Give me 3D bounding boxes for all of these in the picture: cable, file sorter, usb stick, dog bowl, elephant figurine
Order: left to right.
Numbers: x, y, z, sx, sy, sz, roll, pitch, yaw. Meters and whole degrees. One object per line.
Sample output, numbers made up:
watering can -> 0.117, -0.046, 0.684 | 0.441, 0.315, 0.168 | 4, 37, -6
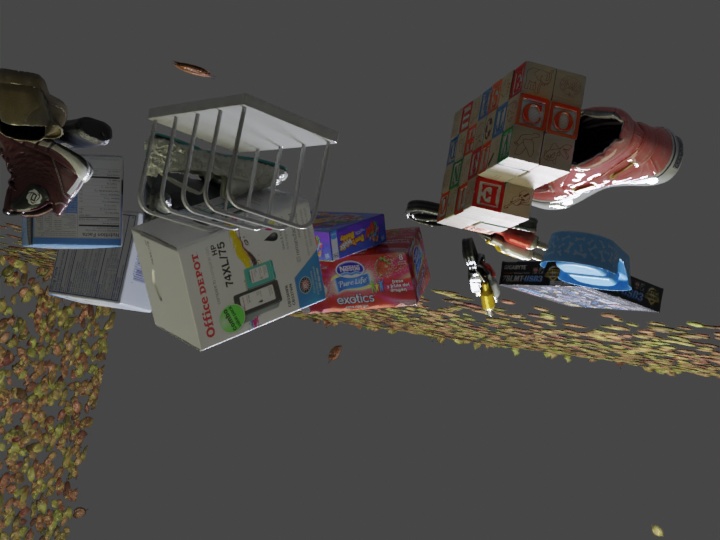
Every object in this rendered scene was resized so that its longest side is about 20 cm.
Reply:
usb stick -> -0.400, -0.182, 1.551 | 0.055, 0.033, 0.199 | 16, 171, -37
elephant figurine -> -0.213, -0.095, 1.676 | 0.198, 0.156, 0.142 | 2, 132, -18
file sorter -> -0.149, -0.117, 1.333 | 0.138, 0.126, 0.199 | 17, 170, -41
cable -> 0.161, -0.056, 1.562 | 0.198, 0.051, 0.097 | 11, 167, -6
cable -> 0.200, -0.011, 1.876 | 0.050, 0.098, 0.200 | -1, 150, 10
dog bowl -> 0.337, -0.014, 1.684 | 0.111, 0.050, 0.200 | 7, 172, 28

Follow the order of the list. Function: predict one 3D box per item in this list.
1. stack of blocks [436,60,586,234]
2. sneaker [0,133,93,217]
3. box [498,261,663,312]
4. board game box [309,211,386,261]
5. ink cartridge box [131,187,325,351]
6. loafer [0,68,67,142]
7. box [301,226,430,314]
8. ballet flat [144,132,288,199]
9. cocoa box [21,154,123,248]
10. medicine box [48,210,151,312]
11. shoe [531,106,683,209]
stack of blocks -> 0.134, -0.106, 1.055 | 0.058, 0.116, 0.200 | 12, 172, -11
sneaker -> -0.462, -0.137, 1.502 | 0.199, 0.116, 0.076 | 29, 177, 6
box -> 0.371, 0.026, 1.925 | 0.199, 0.050, 0.198 | 17, 172, -38
board game box -> -0.079, -0.056, 1.770 | 0.199, 0.045, 0.134 | 5, -163, 40
ink cartridge box -> -0.176, -0.009, 1.527 | 0.199, 0.148, 0.146 | -23, -156, -29
loafer -> -0.406, -0.188, 1.384 | 0.075, 0.068, 0.200 | 11, 172, 0
box -> 0.000, 0.000, 1.812 | 0.198, 0.096, 0.100 | -5, -156, 20
ballet flat -> -0.198, -0.130, 1.534 | 0.198, 0.072, 0.072 | 13, 172, -21
cocoa box -> -0.429, -0.098, 1.688 | 0.132, 0.133, 0.200 | 0, 180, -20
medicine box -> -0.501, -0.023, 2.270 | 0.199, 0.184, 0.103 | 6, 171, 31
shoe -> 0.205, -0.112, 1.107 | 0.091, 0.072, 0.199 | 18, 164, -37
